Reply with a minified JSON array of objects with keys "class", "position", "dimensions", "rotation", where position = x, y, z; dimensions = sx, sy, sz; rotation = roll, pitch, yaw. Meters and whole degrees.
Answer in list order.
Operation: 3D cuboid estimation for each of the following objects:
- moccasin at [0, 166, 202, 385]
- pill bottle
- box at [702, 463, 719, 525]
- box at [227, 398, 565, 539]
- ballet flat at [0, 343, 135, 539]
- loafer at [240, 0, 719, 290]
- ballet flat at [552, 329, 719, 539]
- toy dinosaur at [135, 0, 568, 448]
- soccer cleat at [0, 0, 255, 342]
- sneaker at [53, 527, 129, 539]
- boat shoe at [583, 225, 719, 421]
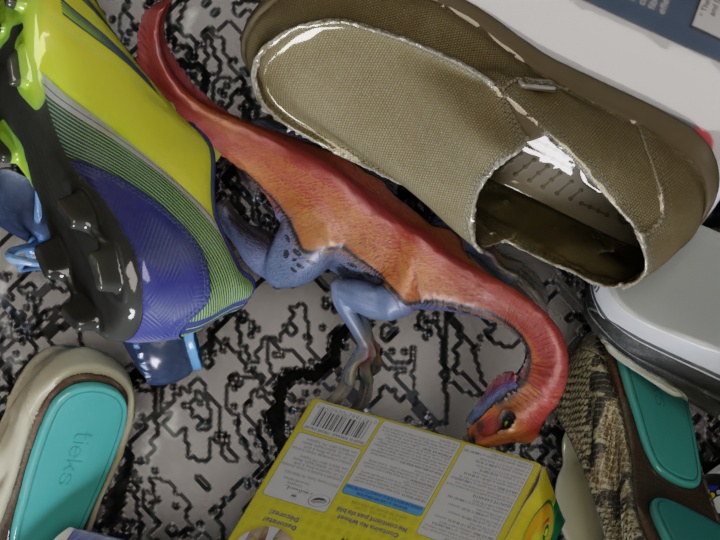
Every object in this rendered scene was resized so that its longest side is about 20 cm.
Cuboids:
[{"class":"moccasin","position":[-0.129,-0.035,0.955],"dimensions":[0.068,0.081,0.201],"rotation":[-23,70,-12]},{"class":"pill bottle","position":[0.071,-0.106,0.946],"dimensions":[0.199,0.120,0.120],"rotation":[25,88,-2]},{"class":"box","position":[0.194,0.167,0.912],"dimensions":[0.070,0.200,0.064],"rotation":[-38,134,6]},{"class":"box","position":[-0.013,0.153,0.882],"dimensions":[0.117,0.048,0.200],"rotation":[14,56,31]},{"class":"ballet flat","position":[-0.152,0.122,0.960],"dimensions":[0.069,0.069,0.201],"rotation":[24,97,-2]},{"class":"loafer","position":[0.044,-0.054,0.872],"dimensions":[0.199,0.068,0.076],"rotation":[20,131,2]},{"class":"ballet flat","position":[0.119,0.107,0.927],"dimensions":[0.068,0.201,0.075],"rotation":[25,120,-30]},{"class":"toy dinosaur","position":[0.000,0.000,0.924],"dimensions":[0.181,0.200,0.105],"rotation":[21,74,41]},{"class":"soccer cleat","position":[-0.102,-0.060,0.900],"dimensions":[0.083,0.065,0.201],"rotation":[-6,62,-33]},{"class":"sneaker","position":[-0.117,0.211,0.940],"dimensions":[0.080,0.115,0.200],"rotation":[16,78,21]},{"class":"boat shoe","position":[0.185,0.043,0.923],"dimensions":[0.199,0.064,0.071],"rotation":[29,65,9]}]
